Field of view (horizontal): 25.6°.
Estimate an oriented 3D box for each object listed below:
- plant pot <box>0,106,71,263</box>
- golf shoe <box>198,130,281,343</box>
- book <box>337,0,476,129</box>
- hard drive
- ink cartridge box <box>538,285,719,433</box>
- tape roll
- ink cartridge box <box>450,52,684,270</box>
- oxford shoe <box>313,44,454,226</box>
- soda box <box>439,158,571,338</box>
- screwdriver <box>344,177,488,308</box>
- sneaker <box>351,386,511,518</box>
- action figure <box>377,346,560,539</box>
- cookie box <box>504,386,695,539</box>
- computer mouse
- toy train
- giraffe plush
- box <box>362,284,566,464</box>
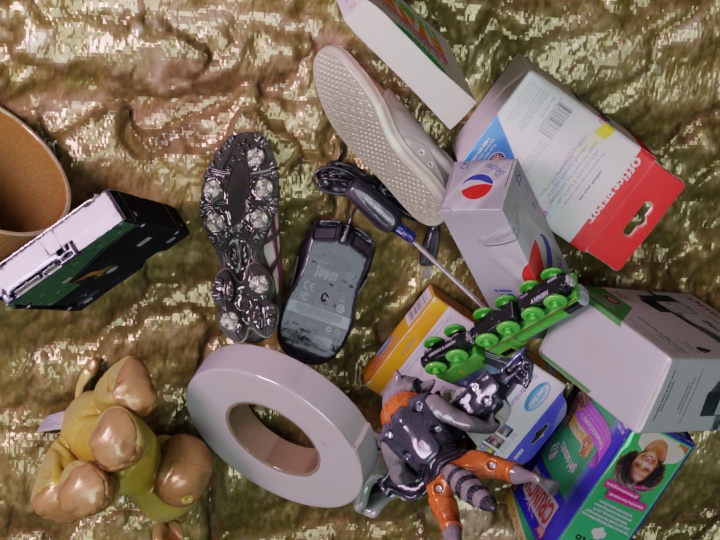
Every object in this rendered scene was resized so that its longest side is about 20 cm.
[{"bbox_3d":[-0.395,-0.034,1.445,0.185,0.187,0.200,32,118,-17],"label":"plant pot"},{"bbox_3d":[-0.111,-0.032,1.526,0.076,0.088,0.203,0,89,7],"label":"golf shoe"},{"bbox_3d":[0.029,-0.207,1.400,0.048,0.200,0.133,-43,110,12],"label":"book"},{"bbox_3d":[-0.246,-0.016,1.450,0.139,0.200,0.038,-35,83,8],"label":"hard drive"},{"bbox_3d":[0.297,0.086,1.537,0.199,0.146,0.084,4,115,-43],"label":"ink cartridge box"},{"bbox_3d":[-0.077,0.154,1.552,0.201,0.037,0.204,21,142,17],"label":"tape roll"},{"bbox_3d":[0.201,-0.103,1.533,0.199,0.067,0.117,33,105,-17],"label":"ink cartridge box"},{"bbox_3d":[0.028,-0.133,1.505,0.200,0.075,0.058,50,56,-6],"label":"oxford shoe"},{"bbox_3d":[0.145,-0.017,1.514,0.068,0.064,0.201,0,141,28],"label":"soda box"},{"bbox_3d":[0.065,-0.020,1.531,0.199,0.028,0.029,38,66,-11],"label":"screwdriver"},{"bbox_3d":[0.068,0.184,1.582,0.199,0.082,0.075,-31,127,26],"label":"sneaker"},{"bbox_3d":[0.095,0.155,1.479,0.200,0.193,0.104,-51,146,5],"label":"action figure"},{"bbox_3d":[0.236,0.205,1.604,0.075,0.171,0.201,26,106,-13],"label":"cookie box"},{"bbox_3d":[0.000,0.000,1.565,0.139,0.046,0.202,13,98,-7],"label":"computer mouse"},{"bbox_3d":[0.138,0.055,1.516,0.056,0.042,0.199,25,138,-35],"label":"toy train"},{"bbox_3d":[-0.216,0.191,1.548,0.161,0.200,0.174,33,80,-23],"label":"giraffe plush"},{"bbox_3d":[0.115,0.117,1.626,0.199,0.042,0.119,34,104,-20],"label":"box"}]
